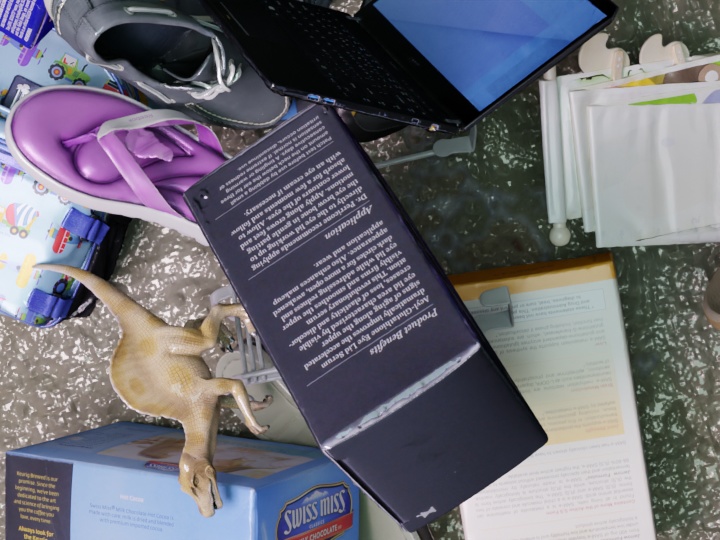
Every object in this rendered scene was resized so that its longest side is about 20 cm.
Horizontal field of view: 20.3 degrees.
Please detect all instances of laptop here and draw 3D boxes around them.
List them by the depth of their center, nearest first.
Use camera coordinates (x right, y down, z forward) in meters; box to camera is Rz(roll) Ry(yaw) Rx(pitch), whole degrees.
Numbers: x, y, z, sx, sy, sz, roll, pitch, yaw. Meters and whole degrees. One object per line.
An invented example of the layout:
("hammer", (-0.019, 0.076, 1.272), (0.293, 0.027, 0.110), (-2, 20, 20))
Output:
("laptop", (0.019, -0.166, 1.206), (0.200, 0.177, 0.103), (11, 113, -30))

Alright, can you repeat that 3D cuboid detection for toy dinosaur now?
("toy dinosaur", (-0.113, 0.049, 1.217), (0.200, 0.101, 0.058), (56, 142, 22))

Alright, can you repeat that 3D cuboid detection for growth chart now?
("growth chart", (0.203, -0.079, 1.295), (0.199, 0.018, 0.145), (2, 95, -20))

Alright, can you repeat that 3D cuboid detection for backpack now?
("backpack", (-0.222, -0.082, 1.313), (0.182, 0.135, 0.200), (28, 96, 0))

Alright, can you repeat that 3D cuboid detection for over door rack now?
("over door rack", (0.000, 0.000, 1.299), (0.200, 0.067, 0.148), (-18, 61, 13))

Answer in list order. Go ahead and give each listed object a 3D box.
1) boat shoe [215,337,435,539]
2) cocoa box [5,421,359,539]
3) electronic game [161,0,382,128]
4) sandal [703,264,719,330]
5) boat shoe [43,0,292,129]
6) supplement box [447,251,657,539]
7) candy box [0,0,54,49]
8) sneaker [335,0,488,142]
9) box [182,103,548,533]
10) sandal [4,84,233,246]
("boat shoe", (-0.011, 0.121, 1.351), (0.201, 0.061, 0.072), (51, 133, -2))
("cocoa box", (-0.116, 0.179, 1.303), (0.200, 0.133, 0.132), (5, 97, 30))
("electronic game", (-0.054, -0.189, 1.301), (0.199, 0.042, 0.201), (-4, 110, -11))
("sandal", (0.274, -0.045, 1.273), (0.054, 0.080, 0.200), (44, 75, -24))
("boat shoe", (-0.109, -0.125, 1.236), (0.073, 0.200, 0.062), (-47, 48, 14))
("supplement box", (0.122, 0.097, 1.332), (0.126, 0.074, 0.201), (-8, 95, 7))
("candy box", (-0.244, -0.253, 1.269), (0.200, 0.169, 0.077), (33, 131, 0))
("sneaker", (0.065, -0.148, 1.282), (0.200, 0.090, 0.070), (-35, 112, -1))
("box", (0.003, 0.028, 1.159), (0.104, 0.148, 0.200), (-34, 59, 3))
("sandal", (-0.119, -0.068, 1.245), (0.202, 0.050, 0.083), (22, 57, -17))
